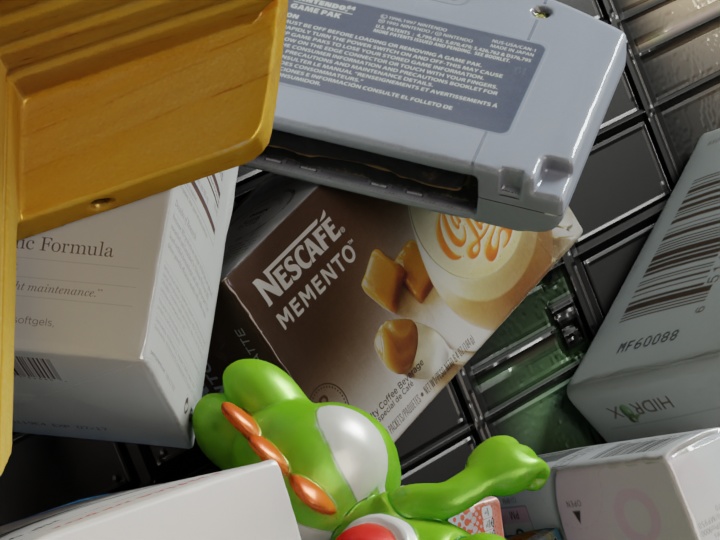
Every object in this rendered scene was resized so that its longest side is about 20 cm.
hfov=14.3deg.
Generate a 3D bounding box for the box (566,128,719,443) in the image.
[{"bbox_3d":[0.254,0.033,1.448,0.171,0.199,0.199,49,51,-23],"label":"box"}]

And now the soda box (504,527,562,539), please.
[{"bbox_3d":[0.086,0.226,1.345,0.068,0.063,0.201,-25,96,-42],"label":"soda box"}]

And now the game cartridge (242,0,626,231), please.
[{"bbox_3d":[0.012,-0.088,1.288,0.133,0.199,0.042,-62,161,-48],"label":"game cartridge"}]

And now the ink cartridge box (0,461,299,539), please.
[{"bbox_3d":[-0.097,0.125,1.102,0.116,0.200,0.068,-17,91,-35],"label":"ink cartridge box"}]

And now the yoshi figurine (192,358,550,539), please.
[{"bbox_3d":[0.017,0.113,1.158,0.112,0.112,0.200,-32,64,-28],"label":"yoshi figurine"}]

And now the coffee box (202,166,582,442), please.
[{"bbox_3d":[0.000,0.000,1.316,0.200,0.080,0.115,-45,109,-39],"label":"coffee box"}]

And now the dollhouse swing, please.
[{"bbox_3d":[-0.092,-0.044,1.009,0.181,0.200,0.177,-18,67,0],"label":"dollhouse swing"}]

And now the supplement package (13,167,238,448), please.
[{"bbox_3d":[-0.115,-0.043,1.180,0.110,0.113,0.201,72,24,-67],"label":"supplement package"}]

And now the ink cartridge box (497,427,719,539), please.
[{"bbox_3d":[0.143,0.178,1.338,0.057,0.162,0.201,-17,90,-31],"label":"ink cartridge box"}]

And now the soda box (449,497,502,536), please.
[{"bbox_3d":[0.028,0.201,1.266,0.068,0.063,0.201,-14,100,-42],"label":"soda box"}]
